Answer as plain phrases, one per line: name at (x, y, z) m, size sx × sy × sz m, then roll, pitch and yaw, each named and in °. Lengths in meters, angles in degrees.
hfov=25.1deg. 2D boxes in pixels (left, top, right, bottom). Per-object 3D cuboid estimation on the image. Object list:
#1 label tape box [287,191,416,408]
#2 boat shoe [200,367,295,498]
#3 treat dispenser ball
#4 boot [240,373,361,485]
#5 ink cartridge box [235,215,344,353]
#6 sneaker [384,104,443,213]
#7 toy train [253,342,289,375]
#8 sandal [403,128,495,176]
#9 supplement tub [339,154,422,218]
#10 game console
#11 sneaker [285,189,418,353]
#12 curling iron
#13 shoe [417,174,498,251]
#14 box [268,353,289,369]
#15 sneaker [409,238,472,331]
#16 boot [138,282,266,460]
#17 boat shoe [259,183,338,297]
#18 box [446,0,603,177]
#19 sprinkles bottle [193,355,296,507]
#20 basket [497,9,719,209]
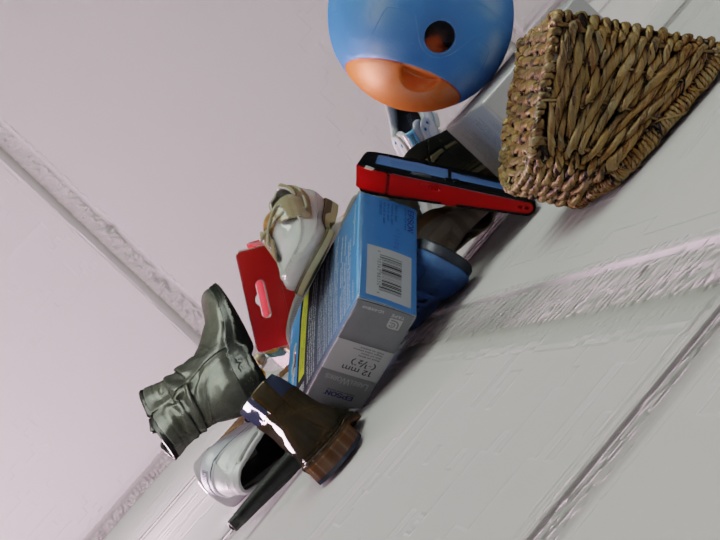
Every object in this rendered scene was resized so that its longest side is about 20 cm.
label tape box at (-0.011, 0.049, 1.538) m, size 0.144 × 0.065 × 0.201 m, roll -89°, pitch 19°, yaw -46°
boat shoe at (-0.072, 0.163, 1.625) m, size 0.065 × 0.074 × 0.200 m, roll 3°, pitch 38°, yaw 45°
treat dispenser ball at (0.064, -0.270, 1.708) m, size 0.201 × 0.201 × 0.201 m, roll -47°, pitch 3°, yaw 4°
boot at (-0.055, 0.127, 1.431) m, size 0.075 × 0.097 × 0.200 m, roll -47°, pitch 4°, yaw -5°
ink cartridge box at (-0.048, 0.010, 1.752) m, size 0.198 × 0.118 × 0.067 m, roll -16°, pitch 6°, yaw -27°
sneaker at (0.074, -0.126, 1.856) m, size 0.075 × 0.201 × 0.087 m, roll -32°, pitch -23°, yaw 10°
toy train at (-0.109, 0.097, 1.800) m, size 0.200 × 0.055 × 0.151 m, roll -51°, pitch -17°, yaw -28°
sandal at (0.127, -0.130, 1.820) m, size 0.199 × 0.080 × 0.058 m, roll -23°, pitch -36°, yaw -21°
supplement tub at (0.055, -0.062, 1.980) m, size 0.200 × 0.122 × 0.123 m, roll -46°, pitch 3°, yaw 26°
game console at (0.084, -0.089, 1.612) m, size 0.200 × 0.174 × 0.031 m, roll -70°, pitch -13°, yaw -81°
sneaker at (0.000, 0.000, 1.696) m, size 0.201 × 0.073 × 0.115 m, roll -60°, pitch -15°, yaw 19°
curling iron at (-0.066, 0.173, 1.568) m, size 0.201 × 0.049 × 0.026 m, roll -54°, pitch -26°, yaw -25°
shoe at (0.110, -0.049, 1.735) m, size 0.200 × 0.053 × 0.070 m, roll -32°, pitch -25°, yaw -55°
box at (-0.035, 0.037, 1.919) m, size 0.100 × 0.075 × 0.201 m, roll -35°, pitch -22°, yaw -41°
sneaker at (0.053, 0.025, 1.575) m, size 0.079 × 0.066 × 0.200 m, roll -61°, pitch 7°, yaw -17°
boot at (-0.173, 0.099, 1.660) m, size 0.130 × 0.068 × 0.201 m, roll -28°, pitch 36°, yaw 0°
boat shoe at (-0.068, -0.033, 1.617) m, size 0.075 × 0.068 × 0.200 m, roll -60°, pitch 8°, yaw 15°
box at (0.192, -0.179, 1.684) m, size 0.153 × 0.106 × 0.200 m, roll -49°, pitch 4°, yaw -6°
sprinkles bottle at (-0.096, 0.167, 1.759) m, size 0.200 × 0.068 × 0.068 m, roll -47°, pitch 3°, yaw 14°
basket at (0.197, -0.118, 1.295) m, size 0.200 × 0.147 × 0.145 m, roll -170°, pitch 89°, yaw -86°
